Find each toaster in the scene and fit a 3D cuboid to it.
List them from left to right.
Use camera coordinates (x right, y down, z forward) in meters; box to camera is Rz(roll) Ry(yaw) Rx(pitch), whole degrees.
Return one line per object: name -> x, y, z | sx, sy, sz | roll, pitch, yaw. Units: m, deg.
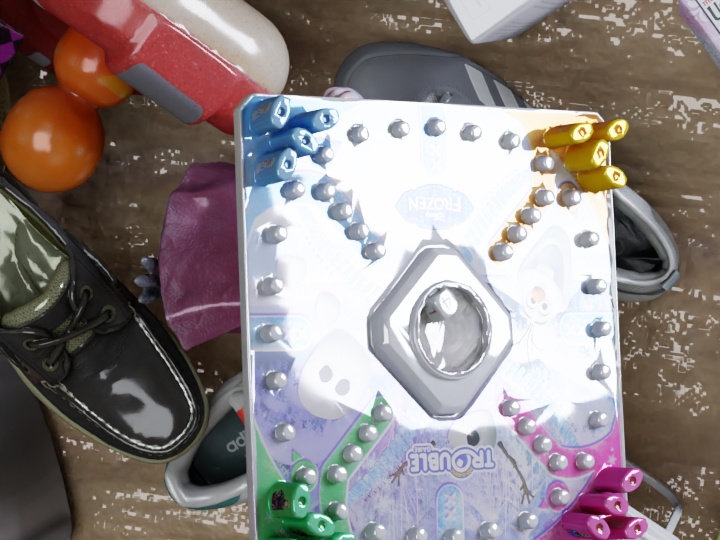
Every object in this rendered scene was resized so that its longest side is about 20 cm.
toaster -> -0.232, 0.110, 1.165 | 0.113, 0.129, 0.202 | -18, 94, 16

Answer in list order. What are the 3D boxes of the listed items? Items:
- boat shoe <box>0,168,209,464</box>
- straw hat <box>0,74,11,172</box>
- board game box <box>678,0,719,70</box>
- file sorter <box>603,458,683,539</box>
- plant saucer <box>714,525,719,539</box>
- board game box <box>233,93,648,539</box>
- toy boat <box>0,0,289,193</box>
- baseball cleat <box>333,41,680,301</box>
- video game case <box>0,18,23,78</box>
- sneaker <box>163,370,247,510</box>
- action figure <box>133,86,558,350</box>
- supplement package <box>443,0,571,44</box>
boat shoe -> -0.154, 0.017, 1.076 | 0.072, 0.066, 0.201 | -42, 91, -2
straw hat -> -0.270, -0.056, 1.169 | 0.199, 0.085, 0.203 | -2, 75, 7
board game box -> 0.284, -0.102, 1.026 | 0.199, 0.043, 0.200 | -36, 81, 5
file sorter -> 0.055, 0.167, 1.106 | 0.138, 0.124, 0.201 | 32, 104, 8
plant saucer -> 0.295, 0.089, 1.077 | 0.198, 0.048, 0.202 | 21, 103, 10
board game box -> 0.040, 0.026, 0.962 | 0.026, 0.198, 0.202 | -9, 82, 56
toy boat -> -0.130, -0.098, 1.076 | 0.130, 0.200, 0.131 | 34, 90, -28
baseball cleat -> 0.074, -0.055, 1.080 | 0.199, 0.106, 0.070 | 30, 90, 3
video game case -> -0.276, -0.082, 1.070 | 0.199, 0.036, 0.182 | 35, 95, 32
sneaker -> -0.018, 0.064, 1.125 | 0.199, 0.093, 0.071 | -33, 90, 16
action figure -> 0.000, 0.000, 1.060 | 0.198, 0.149, 0.135 | -1, 67, 17
supplement package -> 0.114, -0.211, 1.041 | 0.199, 0.120, 0.122 | -32, 88, 16
